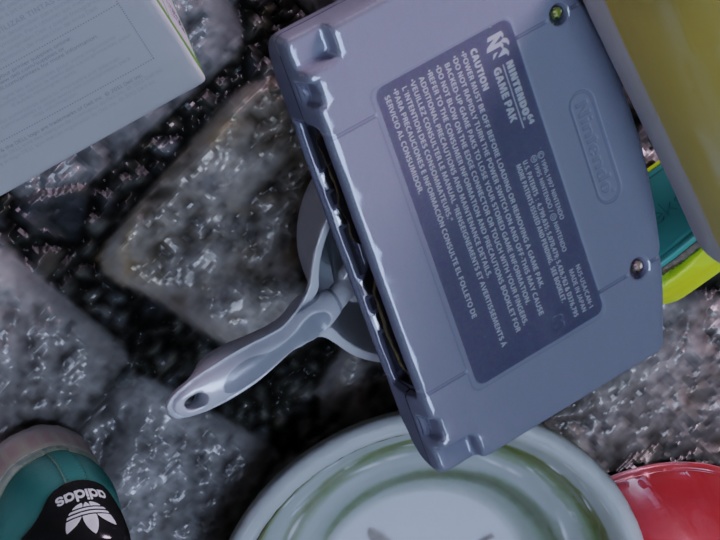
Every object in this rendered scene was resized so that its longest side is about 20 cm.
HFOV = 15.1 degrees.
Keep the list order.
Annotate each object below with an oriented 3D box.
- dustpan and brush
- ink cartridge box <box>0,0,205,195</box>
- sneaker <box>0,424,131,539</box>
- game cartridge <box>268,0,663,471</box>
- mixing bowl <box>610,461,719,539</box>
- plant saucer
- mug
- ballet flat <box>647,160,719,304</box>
[{"bbox_3d":[0.000,0.000,1.131,0.200,0.057,0.140,-27,129,-11],"label":"dustpan and brush"},{"bbox_3d":[-0.146,-0.123,0.955,0.104,0.059,0.200,-28,134,4],"label":"ink cartridge box"},{"bbox_3d":[-0.131,0.168,1.156,0.071,0.080,0.200,-10,124,-23],"label":"sneaker"},{"bbox_3d":[0.052,-0.034,1.103,0.133,0.041,0.200,-27,115,-17],"label":"game cartridge"},{"bbox_3d":[0.149,0.205,1.316,0.200,0.108,0.201,-14,126,-19],"label":"mixing bowl"},{"bbox_3d":[0.029,0.146,1.229,0.199,0.050,0.201,-3,112,-8],"label":"plant saucer"},{"bbox_3d":[0.170,-0.068,1.079,0.149,0.187,0.154,-8,113,25],"label":"mug"},{"bbox_3d":[0.185,-0.051,1.206,0.200,0.067,0.067,-37,151,1],"label":"ballet flat"}]
